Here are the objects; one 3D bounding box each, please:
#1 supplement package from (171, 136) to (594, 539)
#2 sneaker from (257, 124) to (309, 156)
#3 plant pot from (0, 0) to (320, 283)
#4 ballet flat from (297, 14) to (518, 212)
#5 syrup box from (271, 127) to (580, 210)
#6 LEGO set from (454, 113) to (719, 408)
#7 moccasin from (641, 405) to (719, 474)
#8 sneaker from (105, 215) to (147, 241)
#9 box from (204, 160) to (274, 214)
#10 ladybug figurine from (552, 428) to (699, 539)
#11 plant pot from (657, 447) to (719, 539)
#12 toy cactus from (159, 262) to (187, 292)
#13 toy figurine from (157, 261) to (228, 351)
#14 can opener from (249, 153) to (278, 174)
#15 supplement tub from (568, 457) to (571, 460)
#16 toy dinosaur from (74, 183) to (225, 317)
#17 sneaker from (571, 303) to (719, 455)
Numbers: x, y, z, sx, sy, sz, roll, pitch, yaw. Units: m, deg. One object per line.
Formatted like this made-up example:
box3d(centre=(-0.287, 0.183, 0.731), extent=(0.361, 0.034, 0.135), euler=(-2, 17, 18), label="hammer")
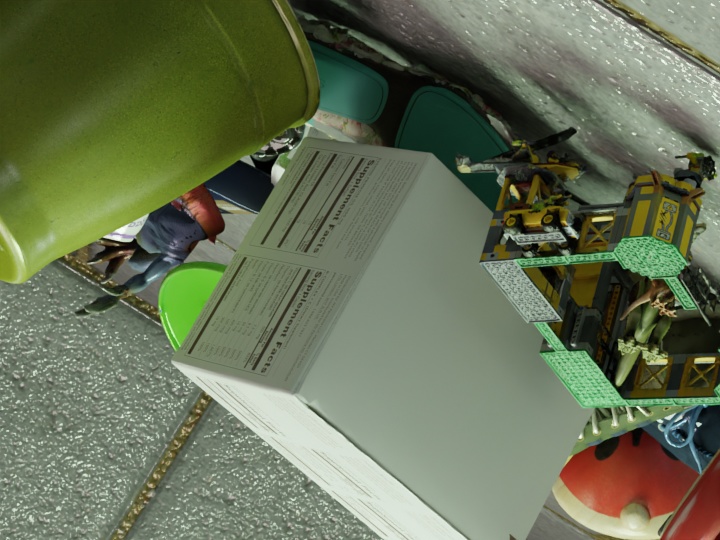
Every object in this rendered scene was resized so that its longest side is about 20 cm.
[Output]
box3d(centre=(0.026, 0.047, 1.476), extent=(0.111, 0.156, 0.200), euler=(11, 156, 48), label="supplement package")
box3d(centre=(-0.099, -0.141, 1.608), extent=(0.200, 0.072, 0.072), euler=(38, -149, 24), label="sneaker")
box3d(centre=(-0.159, -0.101, 1.444), extent=(0.200, 0.193, 0.201), euler=(41, 160, 19), label="plant pot")
box3d(centre=(0.028, -0.090, 1.512), extent=(0.200, 0.076, 0.064), euler=(34, -157, 13), label="ballet flat")
box3d(centre=(0.050, -0.040, 1.622), extent=(0.200, 0.079, 0.081), euler=(31, 172, 1), label="syrup box")
box3d(centre=(0.153, -0.015, 1.407), extent=(0.153, 0.116, 0.200), euler=(-10, 140, 39), label="LEGO set")
box3d(centre=(0.218, 0.091, 1.785), extent=(0.200, 0.081, 0.068), euler=(23, 164, 41), label="moccasin")
box3d(centre=(-0.175, -0.093, 1.663), extent=(0.072, 0.115, 0.201), euler=(10, -151, -28), label="sneaker")
box3d(centre=(-0.137, -0.079, 1.814), extent=(0.199, 0.033, 0.121), euler=(25, 173, -18), label="box")
box3d(centre=(0.203, 0.129, 1.889), extent=(0.135, 0.072, 0.200), euler=(-1, -160, 6), label="ladybug figurine")
box3d(centre=(0.288, 0.155, 1.534), extent=(0.182, 0.201, 0.200), euler=(39, 173, 13), label="plant pot")
box3d(centre=(-0.066, 0.051, 1.859), extent=(0.165, 0.102, 0.200), euler=(41, -175, -23), label="toy cactus")
box3d(centre=(0.000, 0.000, 1.709), extent=(0.199, 0.184, 0.150), euler=(12, 139, 37), label="toy figurine")
box3d(centre=(-0.064, -0.109, 1.792), extent=(0.067, 0.053, 0.200), euler=(63, 179, 13), label="can opener")
box3d(centre=(0.089, 0.080, 1.802), extent=(0.145, 0.146, 0.200), euler=(31, 149, 2), label="supplement tub")
box3d(centre=(-0.127, -0.045, 1.749), extent=(0.181, 0.200, 0.105), euler=(-4, 103, 47), label="toy dinosaur")
box3d(centre=(0.153, 0.065, 1.588), extent=(0.090, 0.200, 0.067), euler=(-20, 92, 65), label="sneaker")
